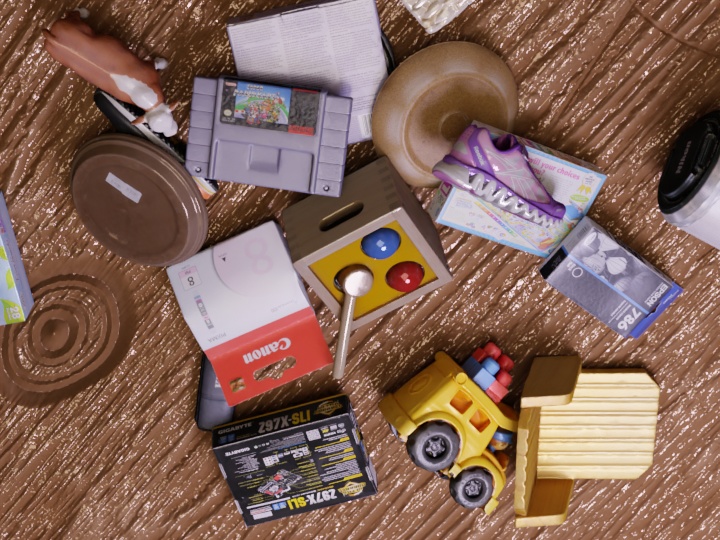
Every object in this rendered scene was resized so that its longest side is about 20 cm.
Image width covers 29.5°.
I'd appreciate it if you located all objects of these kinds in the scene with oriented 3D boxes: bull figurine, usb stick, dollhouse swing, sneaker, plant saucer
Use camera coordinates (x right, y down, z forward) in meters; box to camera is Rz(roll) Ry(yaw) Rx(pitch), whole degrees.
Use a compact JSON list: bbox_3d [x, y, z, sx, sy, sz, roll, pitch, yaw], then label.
[{"bbox_3d":[-0.296,-0.246,1.676,0.200,0.122,0.065,36,108,-14],"label":"bull figurine"},{"bbox_3d":[-0.192,0.131,1.880,0.055,0.033,0.201,8,111,-3],"label":"usb stick"},{"bbox_3d":[0.311,0.238,1.871,0.175,0.182,0.201,7,112,13],"label":"dollhouse swing"},{"bbox_3d":[0.185,-0.118,1.685,0.200,0.080,0.089,24,90,-33],"label":"sneaker"},{"bbox_3d":[-0.289,-0.083,1.747,0.199,0.030,0.201,14,130,17],"label":"plant saucer"},{"bbox_3d":[0.113,-0.187,1.723,0.199,0.035,0.201,-9,121,-15],"label":"plant saucer"},{"bbox_3d":[-0.278,-0.144,1.746,0.090,0.070,0.200,-44,109,12],"label":"sneaker"}]

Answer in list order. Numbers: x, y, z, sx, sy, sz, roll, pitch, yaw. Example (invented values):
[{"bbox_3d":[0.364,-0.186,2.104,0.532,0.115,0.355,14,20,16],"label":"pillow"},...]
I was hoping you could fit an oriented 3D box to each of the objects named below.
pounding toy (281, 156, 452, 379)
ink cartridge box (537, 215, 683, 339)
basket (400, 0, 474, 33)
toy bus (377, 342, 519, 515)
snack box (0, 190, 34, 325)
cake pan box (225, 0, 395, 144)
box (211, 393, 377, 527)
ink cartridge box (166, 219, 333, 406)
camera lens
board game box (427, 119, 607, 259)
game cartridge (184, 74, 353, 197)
[{"bbox_3d":[0.000,0.000,1.749,0.199,0.143,0.184,-27,134,12],"label":"pounding toy"},{"bbox_3d":[0.340,0.020,1.823,0.200,0.039,0.100,32,107,-26],"label":"ink cartridge box"},{"bbox_3d":[0.092,-0.415,1.596,0.200,0.161,0.198,-40,107,12],"label":"basket"},{"bbox_3d":[0.153,0.203,1.877,0.192,0.136,0.200,-45,109,-1],"label":"toy bus"},{"bbox_3d":[-0.551,-0.003,1.800,0.199,0.068,0.169,-11,111,1],"label":"snack box"},{"bbox_3d":[-0.054,-0.245,1.721,0.199,0.052,0.185,-12,114,4],"label":"cake pan box"},{"bbox_3d":[-0.091,0.267,1.914,0.199,0.049,0.160,-15,126,5],"label":"box"},{"bbox_3d":[-0.145,0.056,1.800,0.162,0.057,0.201,-23,79,8],"label":"ink cartridge box"},{"bbox_3d":[0.490,-0.098,1.732,0.199,0.160,0.160,27,109,-12],"label":"camera lens"},{"bbox_3d":[0.203,-0.099,1.763,0.199,0.034,0.135,17,112,-26],"label":"board game box"},{"bbox_3d":[-0.114,-0.168,1.691,0.199,0.038,0.130,8,105,5],"label":"game cartridge"}]
